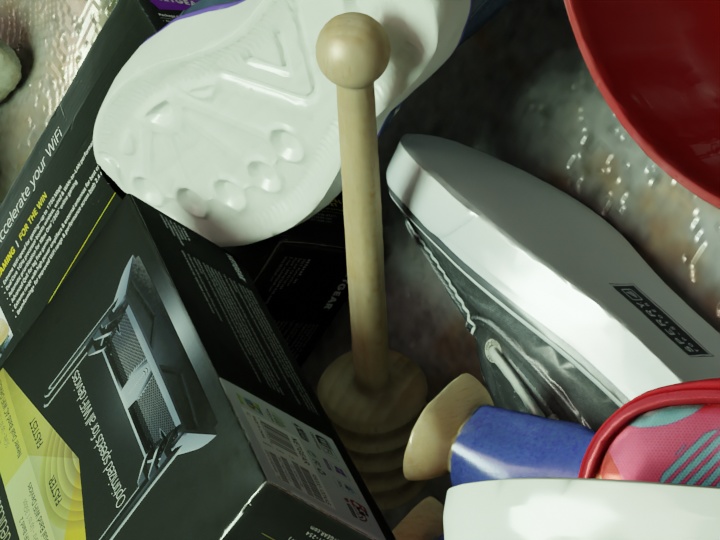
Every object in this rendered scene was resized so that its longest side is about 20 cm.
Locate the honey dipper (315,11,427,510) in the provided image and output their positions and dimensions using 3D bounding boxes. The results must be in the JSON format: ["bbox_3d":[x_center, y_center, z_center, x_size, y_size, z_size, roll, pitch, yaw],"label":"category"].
[{"bbox_3d":[0.000,0.000,0.766,0.038,0.038,0.200,49,155,39],"label":"honey dipper"}]

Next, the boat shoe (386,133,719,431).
[{"bbox_3d":[0.067,0.031,0.747,0.200,0.072,0.068,43,116,34],"label":"boat shoe"}]

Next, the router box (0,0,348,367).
[{"bbox_3d":[-0.089,0.013,0.932,0.200,0.051,0.149,-55,48,29],"label":"router box"}]

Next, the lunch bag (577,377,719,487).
[{"bbox_3d":[0.150,0.093,0.580,0.200,0.082,0.176,3,85,15],"label":"lunch bag"}]

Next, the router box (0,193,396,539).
[{"bbox_3d":[-0.079,0.086,0.745,0.157,0.052,0.200,-52,28,12],"label":"router box"}]

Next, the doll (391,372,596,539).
[{"bbox_3d":[0.104,0.093,0.656,0.200,0.048,0.137,22,106,20],"label":"doll"}]

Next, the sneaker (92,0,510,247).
[{"bbox_3d":[0.003,-0.097,0.810,0.081,0.146,0.200,45,141,-8],"label":"sneaker"}]

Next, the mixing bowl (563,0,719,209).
[{"bbox_3d":[0.157,-0.106,0.623,0.200,0.108,0.200,-3,85,48],"label":"mixing bowl"}]

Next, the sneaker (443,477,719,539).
[{"bbox_3d":[0.107,0.109,0.509,0.200,0.074,0.116,8,83,14],"label":"sneaker"}]

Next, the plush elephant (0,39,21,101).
[{"bbox_3d":[-0.228,-0.033,1.033,0.165,0.155,0.200,-34,69,51],"label":"plush elephant"}]
